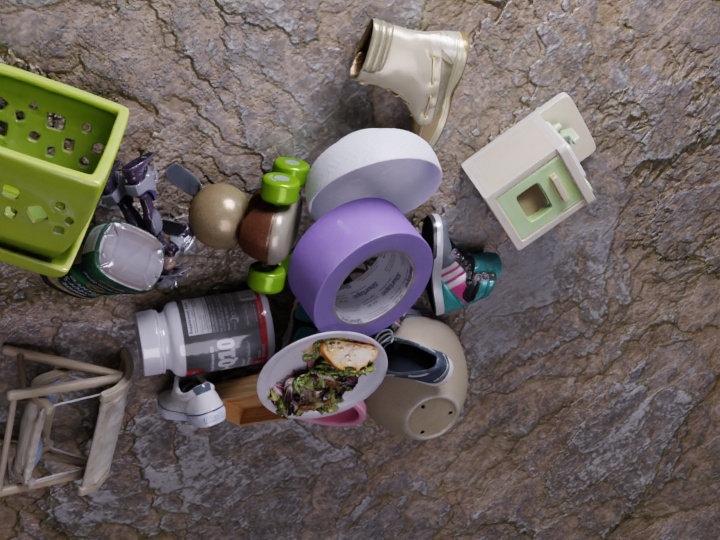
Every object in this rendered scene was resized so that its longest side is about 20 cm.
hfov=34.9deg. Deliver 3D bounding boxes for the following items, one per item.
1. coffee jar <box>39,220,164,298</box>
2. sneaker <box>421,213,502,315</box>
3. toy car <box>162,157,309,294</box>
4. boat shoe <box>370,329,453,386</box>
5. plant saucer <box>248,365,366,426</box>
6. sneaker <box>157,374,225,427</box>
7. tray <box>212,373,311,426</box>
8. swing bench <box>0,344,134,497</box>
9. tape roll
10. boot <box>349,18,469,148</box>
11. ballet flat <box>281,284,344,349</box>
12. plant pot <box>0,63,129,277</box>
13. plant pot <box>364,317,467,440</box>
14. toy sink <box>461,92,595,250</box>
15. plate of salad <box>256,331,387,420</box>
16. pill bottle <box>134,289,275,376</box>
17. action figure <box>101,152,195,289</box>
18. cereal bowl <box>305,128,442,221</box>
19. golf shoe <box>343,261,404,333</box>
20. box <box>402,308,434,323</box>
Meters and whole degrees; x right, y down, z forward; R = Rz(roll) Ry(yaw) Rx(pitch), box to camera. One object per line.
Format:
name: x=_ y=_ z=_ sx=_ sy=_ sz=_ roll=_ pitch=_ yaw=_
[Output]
coffee jar: x=-0.359 y=-0.011 z=1.570 sx=0.104 sy=0.199 sz=0.086 roll=26 pitch=71 yaw=-34
sneaker: x=0.165 y=-0.017 z=1.827 sx=0.119 sy=0.084 sz=0.201 roll=-13 pitch=135 yaw=-6
toy car: x=-0.187 y=-0.081 z=1.642 sx=0.197 sy=0.158 sz=0.166 roll=12 pitch=112 yaw=3
boat shoe: x=0.047 y=0.135 z=1.784 sx=0.062 sy=0.198 sz=0.076 roll=43 pitch=66 yaw=-55
plant saucer: x=-0.083 y=0.192 z=1.835 sx=0.198 sy=0.051 sz=0.201 roll=13 pitch=157 yaw=5
sneaker: x=-0.263 y=0.191 z=1.767 sx=0.072 sy=0.199 sz=0.072 roll=-18 pitch=99 yaw=-31
tray: x=-0.170 y=0.205 z=1.807 sx=0.098 sy=0.037 sz=0.199 roll=30 pitch=151 yaw=-30
swing bench: x=-0.452 y=0.231 z=1.740 sx=0.198 sy=0.130 sz=0.201 roll=5 pitch=122 yaw=-24
tape roll: x=0.000 y=0.000 z=1.648 sx=0.198 sy=0.085 sz=0.201 roll=-22 pitch=139 yaw=-20
boot: x=0.055 y=-0.257 z=1.626 sx=0.154 sy=0.073 sz=0.201 roll=6 pitch=130 yaw=-18
ballet flat: x=-0.084 y=0.067 z=1.795 sx=0.071 sy=0.072 sz=0.201 roll=6 pitch=133 yaw=-24
plant pot: x=-0.419 y=-0.119 z=1.445 sx=0.197 sy=0.201 sz=0.183 roll=18 pitch=125 yaw=-10
plant pot: x=0.094 y=0.198 z=1.871 sx=0.198 sy=0.135 sz=0.202 roll=-10 pitch=127 yaw=-13
toy sink: x=0.280 y=-0.150 z=1.759 sx=0.199 sy=0.112 sz=0.131 roll=-34 pitch=129 yaw=5
plate of salad: x=-0.053 y=0.163 z=1.675 sx=0.198 sy=0.048 sz=0.201 roll=-11 pitch=139 yaw=-10
pill bottle: x=-0.237 y=0.097 z=1.737 sx=0.197 sy=0.114 sz=0.115 roll=-9 pitch=127 yaw=-15
action figure: x=-0.297 y=-0.059 z=1.607 sx=0.129 sy=0.070 sz=0.202 roll=-2 pitch=120 yaw=27
cereal bowl: x=0.013 y=-0.143 z=1.638 sx=0.198 sy=0.084 sz=0.201 roll=-13 pitch=157 yaw=-6
golf shoe: x=-0.002 y=0.012 z=1.804 sx=0.200 sy=0.077 sz=0.089 roll=43 pitch=63 yaw=-24
box: x=0.012 y=0.123 z=1.897 sx=0.198 sy=0.040 sz=0.138 roll=6 pitch=122 yaw=-25
